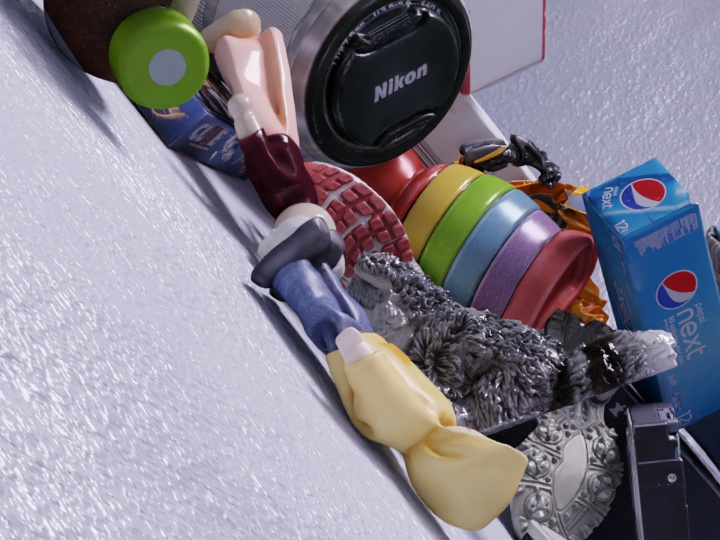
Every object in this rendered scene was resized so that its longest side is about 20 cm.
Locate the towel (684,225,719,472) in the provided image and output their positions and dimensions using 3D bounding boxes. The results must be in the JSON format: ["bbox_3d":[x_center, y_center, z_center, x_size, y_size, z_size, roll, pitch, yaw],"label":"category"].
[{"bbox_3d":[0.287,0.085,1.655,0.201,0.022,0.147,90,-23,-43],"label":"towel"}]

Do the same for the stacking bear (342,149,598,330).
[{"bbox_3d":[0.064,-0.029,1.615,0.200,0.122,0.114,33,-20,15],"label":"stacking bear"}]

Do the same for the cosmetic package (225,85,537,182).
[{"bbox_3d":[0.010,-0.110,1.783,0.166,0.167,0.200,45,8,-44],"label":"cosmetic package"}]

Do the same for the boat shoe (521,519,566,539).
[{"bbox_3d":[0.117,0.189,1.190,0.075,0.062,0.200,32,1,-13],"label":"boat shoe"}]

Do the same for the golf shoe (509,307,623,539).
[{"bbox_3d":[0.139,0.129,1.558,0.078,0.097,0.201,23,51,-8],"label":"golf shoe"}]

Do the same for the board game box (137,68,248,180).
[{"bbox_3d":[-0.132,-0.134,1.498,0.136,0.035,0.200,51,6,9],"label":"board game box"}]

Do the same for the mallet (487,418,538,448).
[{"bbox_3d":[0.084,0.096,1.541,0.041,0.066,0.200,50,5,-8],"label":"mallet"}]

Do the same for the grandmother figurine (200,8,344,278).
[{"bbox_3d":[-0.055,-0.074,1.404,0.121,0.060,0.201,39,27,-55],"label":"grandmother figurine"}]

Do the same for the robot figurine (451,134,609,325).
[{"bbox_3d":[0.131,-0.026,1.726,0.199,0.145,0.058,19,25,-31],"label":"robot figurine"}]

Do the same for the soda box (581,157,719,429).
[{"bbox_3d":[0.221,0.021,1.591,0.068,0.064,0.201,56,-11,50],"label":"soda box"}]

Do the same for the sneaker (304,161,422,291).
[{"bbox_3d":[0.000,0.000,1.531,0.200,0.078,0.082,56,-6,-35],"label":"sneaker"}]

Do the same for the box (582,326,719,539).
[{"bbox_3d":[0.207,0.171,1.719,0.200,0.123,0.198,47,5,-9],"label":"box"}]

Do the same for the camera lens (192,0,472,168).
[{"bbox_3d":[-0.028,-0.181,1.586,0.200,0.160,0.160,41,-2,41],"label":"camera lens"}]

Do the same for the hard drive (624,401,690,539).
[{"bbox_3d":[0.214,0.198,1.534,0.140,0.038,0.201,-28,113,-84],"label":"hard drive"}]

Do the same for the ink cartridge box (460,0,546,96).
[{"bbox_3d":[0.050,-0.249,1.662,0.200,0.083,0.147,41,-33,40],"label":"ink cartridge box"}]

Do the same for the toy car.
[{"bbox_3d":[-0.184,-0.200,1.248,0.199,0.158,0.164,14,20,-27],"label":"toy car"}]

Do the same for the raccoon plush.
[{"bbox_3d":[0.084,0.031,1.375,0.097,0.199,0.135,126,-54,-79],"label":"raccoon plush"}]

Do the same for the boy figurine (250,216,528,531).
[{"bbox_3d":[0.017,0.062,1.258,0.200,0.064,0.124,49,2,22],"label":"boy figurine"}]
